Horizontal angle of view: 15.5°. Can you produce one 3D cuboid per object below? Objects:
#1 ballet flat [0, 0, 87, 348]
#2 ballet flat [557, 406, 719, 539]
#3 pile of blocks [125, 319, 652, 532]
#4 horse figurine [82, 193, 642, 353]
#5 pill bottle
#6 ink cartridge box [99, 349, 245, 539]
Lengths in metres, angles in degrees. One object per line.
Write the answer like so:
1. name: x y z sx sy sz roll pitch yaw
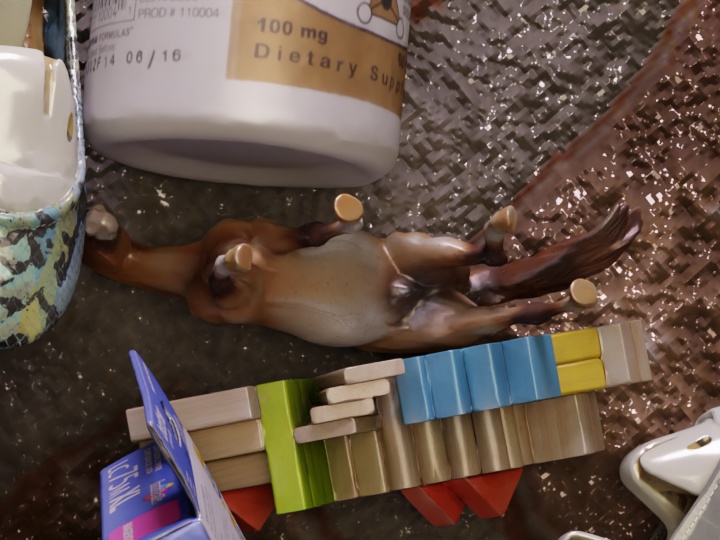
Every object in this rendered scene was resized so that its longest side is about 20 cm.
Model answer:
1. ballet flat: -0.125 -0.072 0.901 0.074 0.074 0.201 -3 59 -12
2. ballet flat: 0.111 0.100 0.975 0.064 0.067 0.200 35 79 1
3. pile of blocks: 0.017 0.063 0.950 0.199 0.082 0.063 -10 87 -13
4. horse figurine: 0.000 0.000 0.944 0.199 0.132 0.050 3 80 -24
5. pill bottle: -0.035 -0.136 0.943 0.114 0.114 0.201 6 83 -11
6. ink cartridge box: -0.039 0.130 0.868 0.042 0.119 0.201 -25 102 -2
